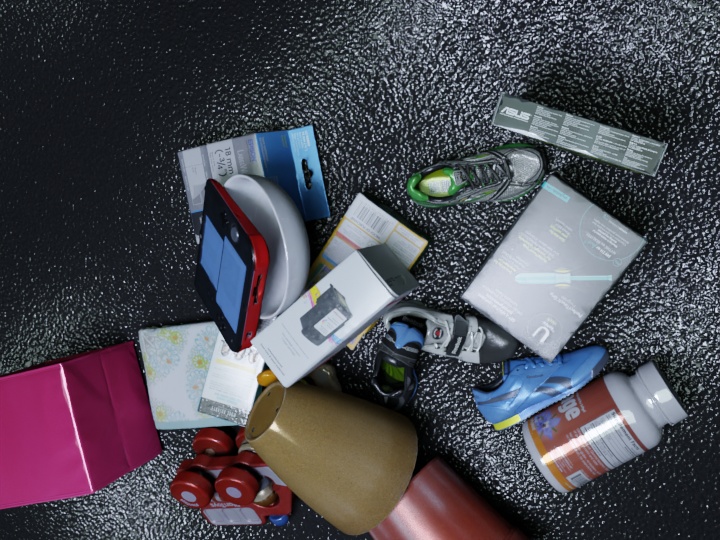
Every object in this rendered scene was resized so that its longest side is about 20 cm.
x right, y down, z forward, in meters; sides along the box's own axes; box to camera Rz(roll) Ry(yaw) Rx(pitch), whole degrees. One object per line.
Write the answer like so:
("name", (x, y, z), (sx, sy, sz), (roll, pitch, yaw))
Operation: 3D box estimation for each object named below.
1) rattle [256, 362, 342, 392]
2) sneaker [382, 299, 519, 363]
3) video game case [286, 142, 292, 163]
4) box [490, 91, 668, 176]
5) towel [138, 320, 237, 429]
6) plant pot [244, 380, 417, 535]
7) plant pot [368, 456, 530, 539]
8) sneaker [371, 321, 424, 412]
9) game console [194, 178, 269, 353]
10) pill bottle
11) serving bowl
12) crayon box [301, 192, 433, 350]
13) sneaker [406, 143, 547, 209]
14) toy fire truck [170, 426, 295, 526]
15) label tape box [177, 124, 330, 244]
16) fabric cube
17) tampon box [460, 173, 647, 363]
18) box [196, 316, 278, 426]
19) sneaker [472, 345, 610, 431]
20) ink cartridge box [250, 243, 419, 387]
("rattle", (-0.096, 0.240, 1.161), (0.130, 0.143, 0.200), (7, 93, 0))
("sneaker", (0.125, 0.095, 1.102), (0.200, 0.089, 0.074), (11, 98, 13))
("video game case", (-0.171, -0.097, 1.199), (0.143, 0.019, 0.200), (1, 98, 16))
("box", (0.274, -0.170, 0.969), (0.200, 0.193, 0.048), (21, 101, 14))
("towel", (-0.258, 0.168, 1.245), (0.200, 0.048, 0.172), (-7, 92, 17))
("plant pot", (-0.056, 0.242, 1.075), (0.200, 0.186, 0.186), (34, 107, -23))
("plant pot", (0.122, 0.387, 1.095), (0.195, 0.201, 0.201), (47, 107, 15))
("sneaker", (0.042, 0.150, 1.099), (0.071, 0.083, 0.200), (27, 147, 14))
("game console", (-0.188, -0.003, 1.075), (0.177, 0.031, 0.200), (47, 136, 36))
("pill bottle", (0.331, 0.208, 1.042), (0.200, 0.112, 0.112), (-35, 87, 17))
("serving bowl", (-0.126, -0.037, 1.058), (0.200, 0.066, 0.200), (24, 121, 48))
("crayon box", (0.000, 0.000, 1.144), (0.126, 0.052, 0.200), (36, 104, 9))
("sneaker", (0.160, -0.124, 1.065), (0.200, 0.085, 0.078), (-14, 93, 17))
("toy fire truck", (-0.187, 0.340, 1.207), (0.200, 0.112, 0.168), (-10, 124, 24))
("label tape box", (-0.160, -0.130, 1.149), (0.200, 0.063, 0.144), (-10, 95, 18))
("fabric cube", (-0.473, 0.243, 1.237), (0.196, 0.200, 0.200), (-15, 91, 18))
("tampon box", (0.258, -0.008, 1.029), (0.150, 0.126, 0.200), (37, 106, 9))
("box", (-0.180, 0.128, 1.170), (0.082, 0.049, 0.200), (16, 94, 5))
("sneaker", (0.250, 0.149, 1.081), (0.200, 0.066, 0.079), (-34, 90, 18))
("ink cartridge box", (-0.031, 0.057, 1.057), (0.200, 0.146, 0.083), (-41, 83, 16))
